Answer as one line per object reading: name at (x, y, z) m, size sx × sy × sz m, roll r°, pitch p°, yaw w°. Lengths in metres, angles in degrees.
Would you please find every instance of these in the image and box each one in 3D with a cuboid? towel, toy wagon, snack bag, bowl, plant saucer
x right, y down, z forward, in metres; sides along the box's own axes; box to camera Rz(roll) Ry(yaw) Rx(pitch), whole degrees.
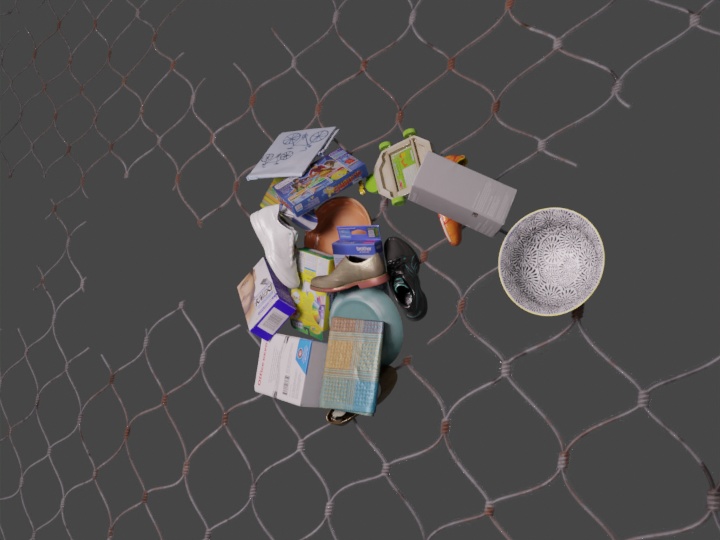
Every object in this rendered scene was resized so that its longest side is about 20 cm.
towel at (-0.017, 0.205, 1.424) m, size 0.146 × 0.022 × 0.202 m, roll 3°, pitch 81°, yaw 34°
toy wagon at (0.084, -0.227, 1.517) m, size 0.199 × 0.039 × 0.157 m, roll -23°, pitch 69°, yaw 29°
snack bag at (-0.167, -0.289, 1.640) m, size 0.187 × 0.021 × 0.201 m, roll 2°, pitch 46°, yaw 33°
bowl at (0.371, -0.011, 1.247) m, size 0.199 × 0.094 × 0.203 m, roll -7°, pitch 78°, yaw 32°
plant saucer at (-0.048, -0.076, 1.578) m, size 0.199 × 0.037 × 0.202 m, roll -8°, pitch 76°, yaw 33°
towel at (-0.186, -0.234, 1.715) m, size 0.086 × 0.018 × 0.201 m, roll 35°, pitch 100°, yaw 28°
plant saucer at (0.002, 0.130, 1.466) m, size 0.198 × 0.036 × 0.202 m, roll 9°, pitch 106°, yaw 33°

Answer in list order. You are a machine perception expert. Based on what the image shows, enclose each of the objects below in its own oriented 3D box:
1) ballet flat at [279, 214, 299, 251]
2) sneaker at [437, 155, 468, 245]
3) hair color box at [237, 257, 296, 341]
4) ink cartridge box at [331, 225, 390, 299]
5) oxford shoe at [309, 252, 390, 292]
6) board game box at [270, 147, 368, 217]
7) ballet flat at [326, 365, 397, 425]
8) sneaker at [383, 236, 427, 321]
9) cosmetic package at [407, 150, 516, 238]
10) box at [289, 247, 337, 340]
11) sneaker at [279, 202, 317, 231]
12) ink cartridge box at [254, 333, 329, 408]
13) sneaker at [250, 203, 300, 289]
ballet flat at (-0.171, -0.056, 1.597) m, size 0.065 × 0.071 × 0.202 m, roll -1°, pitch 121°, yaw 30°
sneaker at (0.205, -0.153, 1.404) m, size 0.076 × 0.073 × 0.202 m, roll -5°, pitch 81°, yaw 23°
hair color box at (-0.233, 0.067, 1.608) m, size 0.109 × 0.065 × 0.200 m, roll -47°, pitch 32°, yaw 10°
ink cartridge box at (0.000, 0.000, 1.480) m, size 0.118 × 0.042 × 0.202 m, roll 2°, pitch 107°, yaw 34°
oxford shoe at (-0.030, 0.002, 1.436) m, size 0.198 × 0.070 × 0.076 m, roll -10°, pitch 101°, yaw 28°
board game box at (-0.097, -0.210, 1.545) m, size 0.199 × 0.035 × 0.135 m, roll -32°, pitch 38°, yaw -12°
ballet flat at (-0.003, 0.282, 1.455) m, size 0.200 × 0.072 × 0.068 m, roll -39°, pitch 74°, yaw 21°
sneaker at (0.095, 0.010, 1.436) m, size 0.075 × 0.079 × 0.202 m, roll -26°, pitch 67°, yaw 17°
cosmetic package at (0.201, -0.153, 1.326) m, size 0.198 × 0.107 × 0.091 m, roll 22°, pitch 79°, yaw 5°
box at (-0.110, 0.056, 1.562) m, size 0.117 × 0.048 × 0.202 m, roll 19°, pitch 108°, yaw 37°
sneaker at (-0.144, -0.171, 1.607) m, size 0.116 × 0.080 × 0.199 m, roll -57°, pitch 24°, yaw 0°
ink cartridge box at (-0.154, 0.229, 1.533) m, size 0.199 × 0.084 × 0.148 m, roll 4°, pitch 82°, yaw 51°
sneaker at (-0.176, -0.056, 1.523) m, size 0.088 × 0.075 × 0.201 m, roll -25°, pitch 97°, yaw 8°
